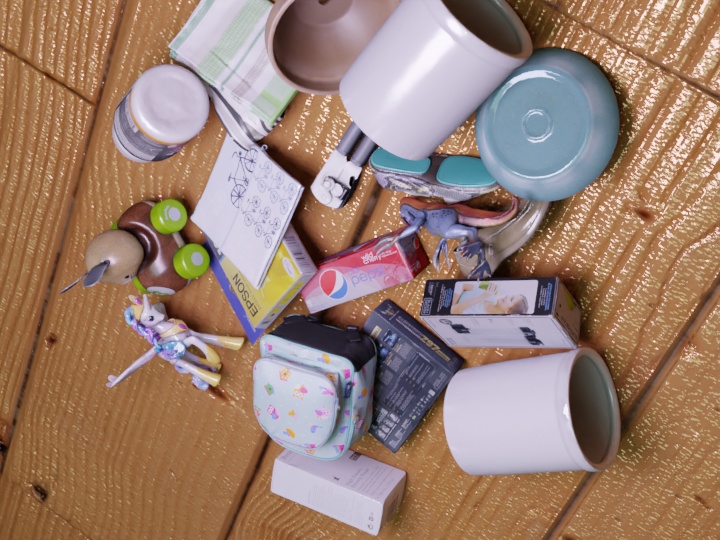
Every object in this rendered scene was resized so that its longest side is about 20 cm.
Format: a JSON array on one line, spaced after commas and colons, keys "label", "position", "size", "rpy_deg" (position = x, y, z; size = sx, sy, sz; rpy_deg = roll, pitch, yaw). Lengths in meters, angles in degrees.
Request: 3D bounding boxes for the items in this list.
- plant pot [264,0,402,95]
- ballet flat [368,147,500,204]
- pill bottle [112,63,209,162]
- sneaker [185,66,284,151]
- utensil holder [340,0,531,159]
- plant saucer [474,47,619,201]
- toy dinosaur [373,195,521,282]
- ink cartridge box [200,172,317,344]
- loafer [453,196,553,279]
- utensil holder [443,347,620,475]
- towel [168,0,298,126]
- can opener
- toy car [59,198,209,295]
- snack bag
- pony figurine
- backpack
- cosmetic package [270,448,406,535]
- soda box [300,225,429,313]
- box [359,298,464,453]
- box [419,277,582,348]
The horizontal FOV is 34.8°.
[{"label": "plant pot", "position": [-0.038, -0.342, 1.549], "size": [0.201, 0.200, 0.093], "rpy_deg": [-50, 43, 35]}, {"label": "ballet flat", "position": [0.109, -0.129, 1.615], "size": [0.200, 0.072, 0.072], "rpy_deg": [13, 117, 24]}, {"label": "pill bottle", "position": [-0.305, -0.228, 1.717], "size": [0.117, 0.116, 0.200], "rpy_deg": [59, 157, -6]}, {"label": "sneaker", "position": [-0.178, -0.287, 1.705], "size": [0.115, 0.076, 0.201], "rpy_deg": [-35, 78, 8]}, {"label": "utensil holder", "position": [0.093, -0.266, 1.479], "size": [0.170, 0.170, 0.200], "rpy_deg": [46, 125, 3]}, {"label": "plant saucer", "position": [0.234, -0.190, 1.491], "size": [0.199, 0.036, 0.201], "rpy_deg": [2, 94, 28]}, {"label": "toy dinosaur", "position": [0.122, -0.064, 1.589], "size": [0.200, 0.105, 0.182], "rpy_deg": [-42, 47, 11]}, {"label": "ink cartridge box", "position": [-0.174, -0.017, 1.784], "size": [0.200, 0.047, 0.198], "rpy_deg": [-46, 64, 33]}, {"label": "loafer", "position": [0.195, -0.055, 1.585], "size": [0.067, 0.076, 0.200], "rpy_deg": [40, 125, 0]}, {"label": "utensil holder", "position": [0.241, 0.204, 1.623], "size": [0.199, 0.170, 0.170], "rpy_deg": [-11, 106, 35]}, {"label": "towel", "position": [-0.164, -0.321, 1.650], "size": [0.200, 0.031, 0.149], "rpy_deg": [36, 95, 13]}, {"label": "can opener", "position": [-0.005, -0.177, 1.656], "size": [0.053, 0.066, 0.200], "rpy_deg": [37, 116, 9]}, {"label": "toy car", "position": [-0.374, -0.008, 1.823], "size": [0.164, 0.200, 0.158], "rpy_deg": [-16, 103, 48]}, {"label": "snack bag", "position": [-0.177, -0.103, 1.739], "size": [0.200, 0.021, 0.189], "rpy_deg": [45, 121, 34]}, {"label": "pony figurine", "position": [-0.318, 0.122, 1.905], "size": [0.200, 0.167, 0.193], "rpy_deg": [28, 140, -14]}, {"label": "backpack", "position": [-0.071, 0.190, 1.740], "size": [0.175, 0.153, 0.201], "rpy_deg": [13, 125, 22]}, {"label": "cosmetic package", "position": [-0.036, 0.345, 1.876], "size": [0.199, 0.102, 0.074], "rpy_deg": [19, 119, 19]}, {"label": "soda box", "position": [0.000, 0.000, 1.724], "size": [0.200, 0.063, 0.070], "rpy_deg": [-20, 101, 34]}, {"label": "box", "position": [0.046, 0.166, 1.780], "size": [0.158, 0.051, 0.200], "rpy_deg": [37, 125, 9]}, {"label": "box", "position": [0.198, 0.060, 1.610], "size": [0.199, 0.060, 0.117], "rpy_deg": [-1, 154, 30]}]
